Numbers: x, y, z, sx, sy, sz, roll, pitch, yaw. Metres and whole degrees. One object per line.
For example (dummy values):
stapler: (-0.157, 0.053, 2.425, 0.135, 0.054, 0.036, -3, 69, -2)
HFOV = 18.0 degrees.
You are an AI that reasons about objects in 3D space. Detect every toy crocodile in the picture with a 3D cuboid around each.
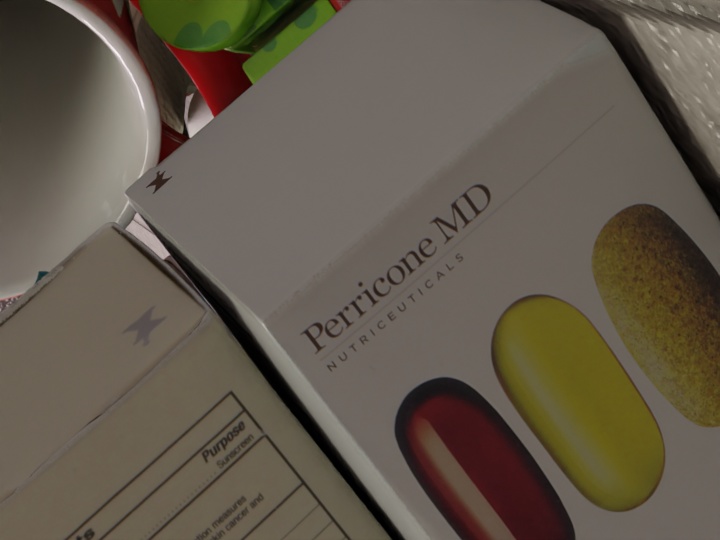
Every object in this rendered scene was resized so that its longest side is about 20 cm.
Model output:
toy crocodile: (-0.012, -0.066, 0.703, 0.201, 0.062, 0.067, 53, -167, 10)

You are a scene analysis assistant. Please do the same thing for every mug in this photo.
mug: (-0.130, -0.094, 0.763, 0.178, 0.133, 0.201, 48, -160, -42)

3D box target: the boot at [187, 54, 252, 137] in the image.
boot: (0.000, 0.000, 0.913, 0.144, 0.072, 0.200, 46, 168, 13)

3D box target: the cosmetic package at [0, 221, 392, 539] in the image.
cosmetic package: (-0.036, 0.099, 0.620, 0.201, 0.103, 0.087, 55, 171, -29)

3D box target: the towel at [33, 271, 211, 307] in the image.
towel: (-0.023, 0.027, 0.766, 0.147, 0.198, 0.022, 143, 128, -71)

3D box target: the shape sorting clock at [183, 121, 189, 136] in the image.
shape sorting clock: (-0.128, -0.110, 1.043, 0.201, 0.039, 0.200, 63, -172, -16)

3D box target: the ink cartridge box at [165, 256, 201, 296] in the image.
ink cartridge box: (-0.094, 0.057, 1.044, 0.084, 0.146, 0.200, 49, -147, 1)

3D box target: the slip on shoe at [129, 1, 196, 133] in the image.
slip on shoe: (-0.101, -0.087, 0.906, 0.200, 0.061, 0.075, -87, -20, -67)

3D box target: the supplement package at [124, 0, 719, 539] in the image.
supplement package: (0.046, 0.030, 0.621, 0.200, 0.114, 0.109, 53, 173, -30)
